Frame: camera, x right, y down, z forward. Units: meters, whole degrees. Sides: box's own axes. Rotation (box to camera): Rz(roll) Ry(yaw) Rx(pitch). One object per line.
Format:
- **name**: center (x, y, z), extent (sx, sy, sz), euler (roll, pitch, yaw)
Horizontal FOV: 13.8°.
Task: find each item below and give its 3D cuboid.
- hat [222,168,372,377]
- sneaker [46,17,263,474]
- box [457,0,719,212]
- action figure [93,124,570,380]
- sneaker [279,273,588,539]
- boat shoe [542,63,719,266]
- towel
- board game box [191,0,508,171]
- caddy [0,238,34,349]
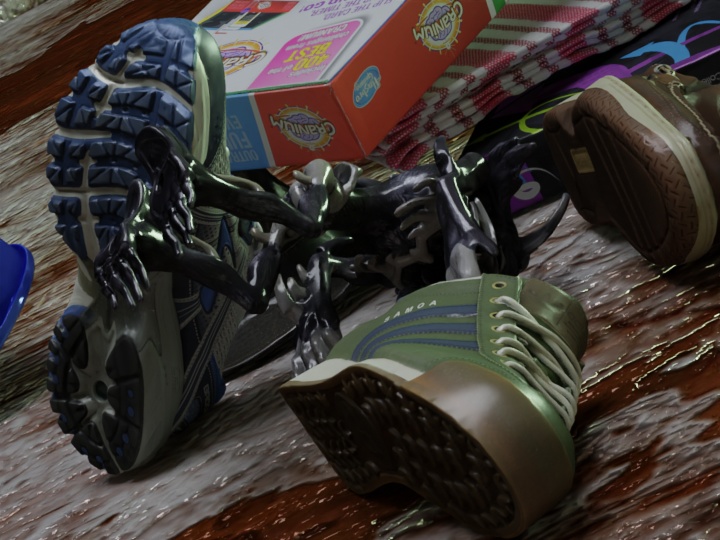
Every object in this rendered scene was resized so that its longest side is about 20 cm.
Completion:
- **hat**: center (-0.067, -0.015, 1.409), extent (0.200, 0.081, 0.201), euler (-26, 12, 6)
- **sneaker**: center (-0.080, -0.017, 1.248), extent (0.077, 0.200, 0.085), euler (30, 33, 32)
- **box**: center (0.147, -0.095, 1.378), extent (0.200, 0.036, 0.143), euler (-22, 14, 18)
- **action figure**: center (0.000, 0.000, 1.167), extent (0.200, 0.102, 0.119), euler (6, -35, -30)
- **sneaker**: center (0.041, 0.034, 1.011), extent (0.090, 0.067, 0.200), euler (-37, 11, -15)
- **boat shoe**: center (0.126, -0.053, 1.177), extent (0.075, 0.075, 0.202), euler (-23, 12, -4)
- **towel**: center (0.049, -0.102, 1.424), extent (0.200, 0.030, 0.146), euler (-29, 21, -27)
- **board game box**: center (-0.009, -0.120, 1.391), extent (0.153, 0.040, 0.200), euler (-3, 35, 43)
- **caddy**: center (-0.243, 0.032, 1.548), extent (0.142, 0.105, 0.200), euler (-56, 22, -16)
